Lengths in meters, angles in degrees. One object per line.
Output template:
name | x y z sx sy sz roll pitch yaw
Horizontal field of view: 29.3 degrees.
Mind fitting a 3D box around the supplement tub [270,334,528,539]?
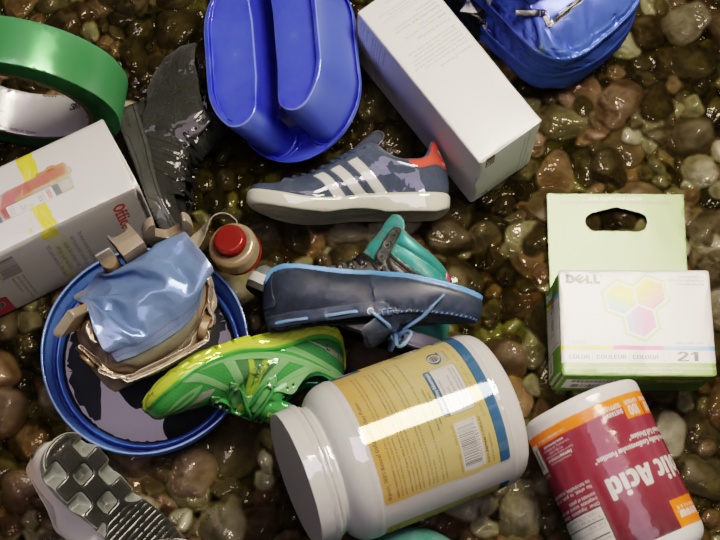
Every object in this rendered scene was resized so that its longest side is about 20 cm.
supplement tub | 0.033 0.153 1.229 0.199 0.145 0.145 -18 74 -16

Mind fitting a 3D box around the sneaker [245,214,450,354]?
sneaker | 0.000 0.000 1.318 0.199 0.084 0.121 19 78 -3

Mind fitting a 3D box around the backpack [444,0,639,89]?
backpack | 0.176 -0.288 1.369 0.162 0.168 0.200 -39 81 -5

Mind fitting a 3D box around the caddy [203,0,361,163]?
caddy | -0.074 -0.208 1.372 0.141 0.105 0.201 -13 71 25

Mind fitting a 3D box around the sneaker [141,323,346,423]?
sneaker | -0.100 0.104 1.254 0.199 0.074 0.084 -14 79 -21

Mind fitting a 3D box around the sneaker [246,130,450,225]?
sneaker | -0.012 -0.093 1.350 0.199 0.075 0.085 0 80 -4

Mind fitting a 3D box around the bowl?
bowl | -0.204 0.079 1.317 0.199 0.039 0.202 0 73 -1

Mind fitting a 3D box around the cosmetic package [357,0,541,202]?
cosmetic package | 0.084 -0.179 1.362 0.081 0.113 0.200 -36 78 -10

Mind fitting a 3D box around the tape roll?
tape roll | -0.323 -0.176 1.310 0.199 0.201 0.048 6 72 1

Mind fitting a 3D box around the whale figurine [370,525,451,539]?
whale figurine | 0.025 0.320 1.210 0.159 0.104 0.200 33 74 9

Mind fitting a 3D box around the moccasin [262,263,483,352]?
moccasin | 0.010 0.040 1.248 0.199 0.081 0.069 4 74 8

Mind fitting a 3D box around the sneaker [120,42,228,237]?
sneaker | -0.176 -0.123 1.367 0.104 0.060 0.201 -22 67 -4

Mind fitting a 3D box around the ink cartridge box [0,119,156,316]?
ink cartridge box | -0.303 -0.042 1.299 0.199 0.145 0.084 -26 73 -8

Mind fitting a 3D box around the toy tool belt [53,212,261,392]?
toy tool belt | -0.180 0.012 1.243 0.200 0.123 0.125 -40 67 -9

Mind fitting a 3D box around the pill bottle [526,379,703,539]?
pill bottle | 0.238 0.210 1.241 0.114 0.114 0.201 -21 74 -7

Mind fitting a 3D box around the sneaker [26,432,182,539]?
sneaker | -0.231 0.236 1.260 0.074 0.088 0.201 -40 100 -37

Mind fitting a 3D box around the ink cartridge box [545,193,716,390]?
ink cartridge box | 0.255 0.011 1.322 0.147 0.076 0.201 0 74 -1

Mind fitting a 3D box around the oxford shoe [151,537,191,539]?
oxford shoe | -0.141 0.270 1.203 0.199 0.084 0.073 -2 83 -21
